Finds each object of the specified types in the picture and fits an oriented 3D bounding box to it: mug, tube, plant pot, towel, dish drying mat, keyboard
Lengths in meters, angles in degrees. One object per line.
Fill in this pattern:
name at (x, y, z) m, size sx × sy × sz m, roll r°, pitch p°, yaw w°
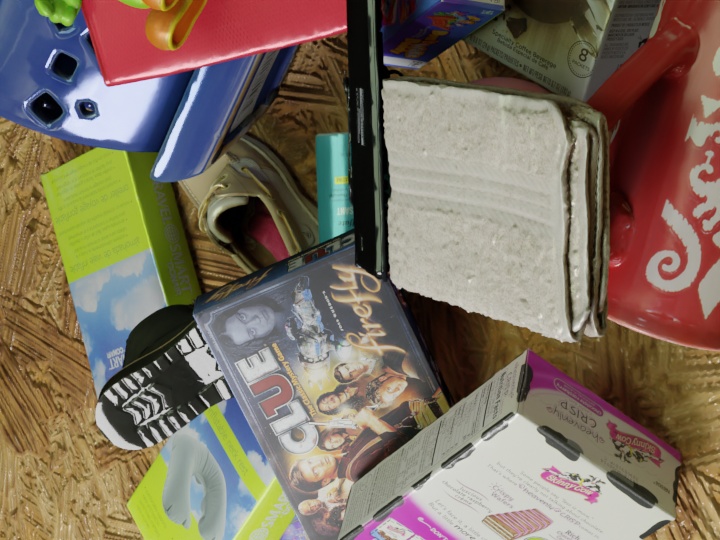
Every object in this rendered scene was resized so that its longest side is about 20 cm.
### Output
mug at (0.199, -0.067, 1.148) m, size 0.133 × 0.177 × 0.202 m, roll 24°, pitch 109°, yaw 23°
tube at (0.000, 0.000, 1.419) m, size 0.050 × 0.077 × 0.202 m, roll -130°, pitch 35°, yaw -86°
plant pot at (-0.138, -0.189, 1.410) m, size 0.179 × 0.200 × 0.201 m, roll 30°, pitch 119°, yaw 3°
towel at (0.072, -0.039, 1.122) m, size 0.199 × 0.034 × 0.134 m, roll 15°, pitch 110°, yaw 56°
dish drying mat at (-0.087, -0.178, 1.290) m, size 0.198 × 0.018 × 0.077 m, roll -11°, pitch 107°, yaw 17°
keyboard at (0.015, -0.099, 1.242) m, size 0.104 × 0.039 × 0.202 m, roll -142°, pitch 50°, yaw -76°

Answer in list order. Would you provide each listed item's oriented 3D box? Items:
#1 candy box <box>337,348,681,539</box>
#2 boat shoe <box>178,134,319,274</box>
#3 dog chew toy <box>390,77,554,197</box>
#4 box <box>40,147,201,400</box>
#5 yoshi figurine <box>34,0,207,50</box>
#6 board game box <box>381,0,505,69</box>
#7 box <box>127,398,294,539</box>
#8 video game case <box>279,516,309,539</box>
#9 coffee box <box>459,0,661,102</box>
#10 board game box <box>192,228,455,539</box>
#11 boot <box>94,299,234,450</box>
candy box at (0.096, 0.153, 1.302) m, size 0.136 × 0.061 × 0.200 m, roll 34°, pitch 132°, yaw -18°
boat shoe at (-0.086, -0.045, 1.485) m, size 0.200 × 0.069 × 0.074 m, roll 40°, pitch 122°, yaw 32°
dog chew toy at (0.076, -0.048, 1.286) m, size 0.200 × 0.123 × 0.126 m, roll 137°, pitch 115°, yaw -70°
box at (-0.190, -0.001, 1.606) m, size 0.121 × 0.047 × 0.202 m, roll -21°, pitch 83°, yaw 44°
yoshi figurine at (-0.200, -0.208, 1.246) m, size 0.199 × 0.112 × 0.113 m, roll 31°, pitch 113°, yaw 10°
board game box at (0.046, -0.248, 1.277) m, size 0.134 × 0.044 × 0.202 m, roll 156°, pitch 117°, yaw -65°
box at (-0.093, 0.149, 1.490) m, size 0.201 × 0.047 × 0.122 m, roll -57°, pitch 45°, yaw 22°
video game case at (-0.051, 0.290, 1.522) m, size 0.199 × 0.045 × 0.183 m, roll -28°, pitch 77°, yaw 42°
coffee box at (0.150, -0.218, 1.225) m, size 0.113 × 0.079 × 0.202 m, roll 34°, pitch 119°, yaw 36°
board game box at (-0.013, 0.083, 1.361) m, size 0.134 × 0.035 × 0.201 m, roll -23°, pitch 110°, yaw 9°
boot at (-0.100, 0.040, 1.437) m, size 0.198 × 0.139 × 0.078 m, roll -23°, pitch 110°, yaw 9°
